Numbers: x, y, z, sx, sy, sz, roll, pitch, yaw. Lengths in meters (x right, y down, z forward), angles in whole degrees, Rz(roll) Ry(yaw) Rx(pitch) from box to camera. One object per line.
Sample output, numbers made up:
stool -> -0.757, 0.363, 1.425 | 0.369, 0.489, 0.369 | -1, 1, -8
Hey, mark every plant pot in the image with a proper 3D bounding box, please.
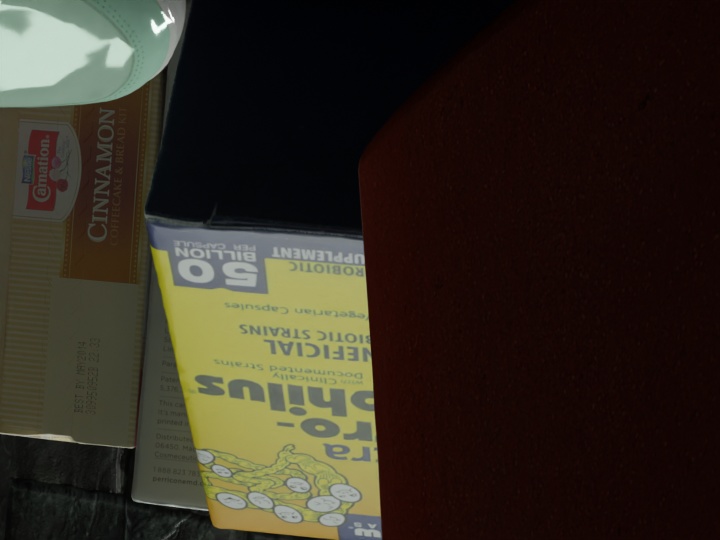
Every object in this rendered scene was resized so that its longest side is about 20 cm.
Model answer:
plant pot -> 0.123, 0.021, 0.465 | 0.199, 0.201, 0.176 | 5, 151, -16

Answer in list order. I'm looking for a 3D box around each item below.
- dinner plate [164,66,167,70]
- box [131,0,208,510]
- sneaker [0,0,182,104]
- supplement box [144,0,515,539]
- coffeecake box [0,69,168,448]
dinner plate -> -0.068, -0.103, 1.109 | 0.199, 0.024, 0.200 | 5, -178, 0
box -> -0.025, -0.005, 0.939 | 0.097, 0.201, 0.124 | 5, -178, 11
sneaker -> -0.131, -0.035, 0.530 | 0.200, 0.119, 0.074 | 5, 145, -27
supplement box -> 0.000, 0.000, 0.760 | 0.108, 0.110, 0.200 | 5, 148, 7
coffeecake box -> -0.099, -0.011, 1.003 | 0.073, 0.154, 0.200 | 5, -177, 11
